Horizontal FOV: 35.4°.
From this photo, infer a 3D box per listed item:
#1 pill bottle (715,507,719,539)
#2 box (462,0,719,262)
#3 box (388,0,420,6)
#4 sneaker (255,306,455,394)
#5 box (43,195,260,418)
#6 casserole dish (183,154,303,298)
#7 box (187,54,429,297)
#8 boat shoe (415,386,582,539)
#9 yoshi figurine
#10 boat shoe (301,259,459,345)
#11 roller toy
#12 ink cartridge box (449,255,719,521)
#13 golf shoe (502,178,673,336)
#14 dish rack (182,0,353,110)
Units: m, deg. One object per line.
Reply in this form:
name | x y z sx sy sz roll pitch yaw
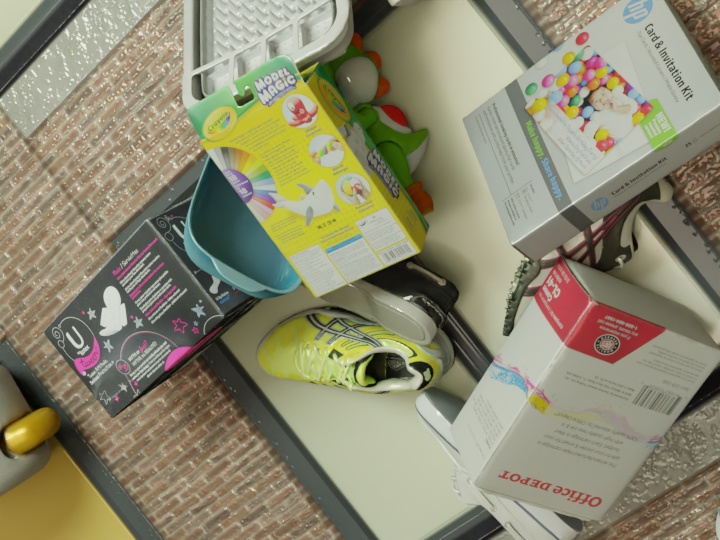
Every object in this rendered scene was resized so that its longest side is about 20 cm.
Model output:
pill bottle | 0.370 0.189 0.960 0.111 0.111 0.200 15 109 15
box | 0.191 -0.123 0.929 0.200 0.041 0.156 -34 48 23
box | 0.016 -0.333 0.968 0.082 0.068 0.200 -31 92 23
sneaker | -0.013 0.080 1.082 0.200 0.076 0.076 -3 105 21
box | -0.183 0.026 1.081 0.200 0.132 0.115 -39 89 36
casserole dish | -0.098 -0.054 1.025 0.121 0.200 0.039 30 136 -19
box | -0.044 -0.082 0.944 0.117 0.048 0.200 -23 116 28
boat shoe | 0.118 0.197 1.070 0.200 0.074 0.065 44 109 5
yoshi figurine | -0.018 -0.124 1.017 0.112 0.112 0.200 -23 93 29
boat shoe | 0.000 0.000 1.065 0.200 0.060 0.074 26 153 30
roller toy | -0.431 0.196 1.202 0.182 0.200 0.140 -22 97 58
ink cartridge box | 0.192 0.106 0.983 0.147 0.086 0.200 21 115 -24
golf shoe | 0.192 -0.014 0.989 0.088 0.077 0.200 29 112 4
dish rack | -0.077 -0.229 0.990 0.171 0.044 0.200 -24 52 24
